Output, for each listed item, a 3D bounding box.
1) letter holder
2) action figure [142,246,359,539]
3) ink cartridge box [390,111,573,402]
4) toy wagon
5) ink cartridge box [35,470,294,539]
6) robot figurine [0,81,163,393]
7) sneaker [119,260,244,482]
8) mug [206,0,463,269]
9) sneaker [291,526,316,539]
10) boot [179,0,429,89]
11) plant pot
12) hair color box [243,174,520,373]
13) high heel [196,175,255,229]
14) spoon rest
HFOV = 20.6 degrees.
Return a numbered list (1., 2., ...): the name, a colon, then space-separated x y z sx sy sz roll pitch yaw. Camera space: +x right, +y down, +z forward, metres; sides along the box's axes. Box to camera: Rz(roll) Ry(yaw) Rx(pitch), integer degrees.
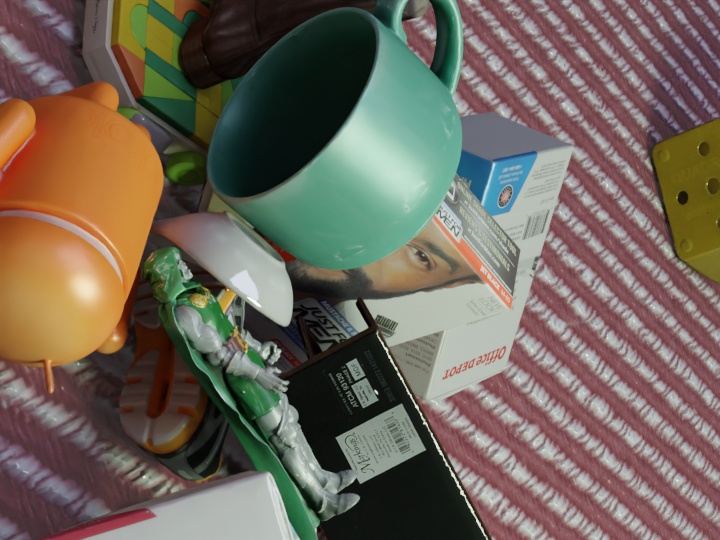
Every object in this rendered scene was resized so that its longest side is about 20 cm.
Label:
1. letter holder: 0.003 0.123 1.397 0.201 0.100 0.142 62 1 -20
2. action figure: -0.073 0.069 1.239 0.200 0.055 0.118 54 5 -14
3. ink cartridge box: 0.078 -0.013 1.563 0.146 0.084 0.201 -15 126 -59
4. toy wagon: -0.127 -0.140 1.441 0.200 0.039 0.156 34 47 -46
5. ink cartridge box: -0.111 0.171 1.112 0.200 0.147 0.086 143 -70 -82
6. robot figurine: -0.189 -0.026 1.207 0.144 0.116 0.201 104 -2 -49
7. sneaker: -0.112 0.053 1.338 0.077 0.078 0.201 62 32 -44
8. mug: 0.004 -0.086 1.287 0.114 0.185 0.153 39 29 -33
9. sneaker: -0.093 0.184 1.288 0.082 0.074 0.200 65 30 -15
10. boot: -0.023 -0.220 1.416 0.064 0.199 0.187 47 38 -36
11. plant pot: 0.438 -0.092 2.190 0.176 0.199 0.201 -3 76 -46
12. hair color box: 0.000 0.000 1.411 0.111 0.199 0.064 47 38 -33
13. high heel: -0.044 -0.101 1.444 0.071 0.200 0.143 43 13 -6
14. spoon rest: -0.109 -0.025 1.297 0.099 0.061 0.200 36 9 -47
